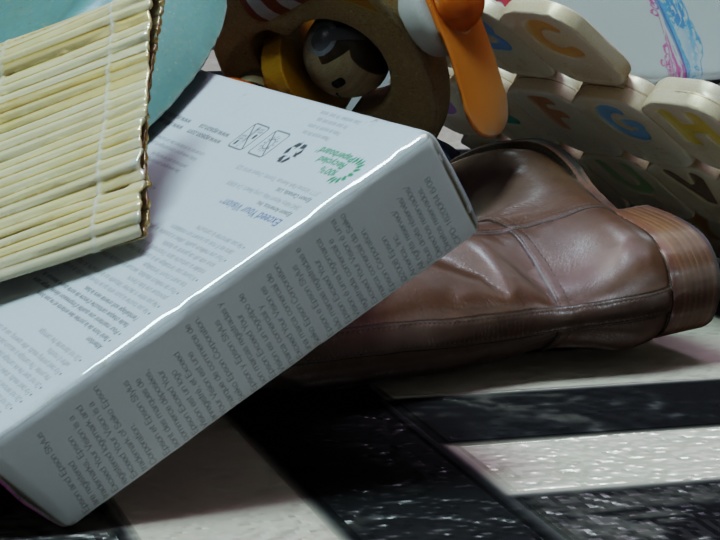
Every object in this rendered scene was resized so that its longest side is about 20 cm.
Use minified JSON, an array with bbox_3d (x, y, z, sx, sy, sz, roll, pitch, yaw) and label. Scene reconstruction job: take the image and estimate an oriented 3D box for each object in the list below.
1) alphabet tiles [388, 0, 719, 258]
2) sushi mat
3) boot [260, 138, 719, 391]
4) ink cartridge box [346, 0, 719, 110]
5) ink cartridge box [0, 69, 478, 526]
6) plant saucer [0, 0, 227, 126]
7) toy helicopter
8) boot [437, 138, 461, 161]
[{"bbox_3d":[0.100,-0.051,0.906,0.195,0.015,0.199,38,-15,-35],"label":"alphabet tiles"},{"bbox_3d":[-0.150,-0.023,0.696,0.199,0.096,0.012,-17,-36,21],"label":"sushi mat"},{"bbox_3d":[0.000,0.000,0.808,0.199,0.065,0.186,-10,13,-27],"label":"boot"},{"bbox_3d":[0.105,-0.121,1.068,0.199,0.083,0.146,-4,-1,-19],"label":"ink cartridge box"},{"bbox_3d":[-0.090,0.013,0.679,0.200,0.043,0.196,-36,23,-14],"label":"ink cartridge box"},{"bbox_3d":[-0.144,-0.070,0.788,0.199,0.036,0.200,-20,31,12],"label":"plant saucer"},{"bbox_3d":[-0.012,-0.118,0.832,0.132,0.201,0.079,9,44,28],"label":"toy helicopter"},{"bbox_3d":[-0.050,-0.046,1.025,0.199,0.073,0.090,12,6,11],"label":"boot"}]
